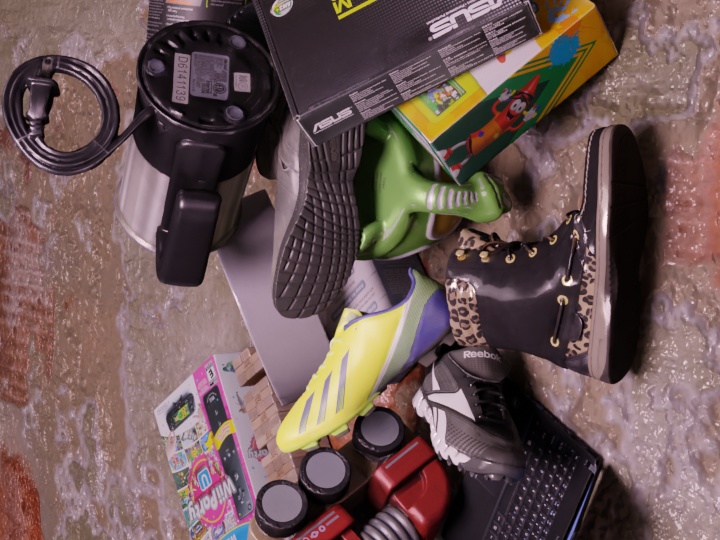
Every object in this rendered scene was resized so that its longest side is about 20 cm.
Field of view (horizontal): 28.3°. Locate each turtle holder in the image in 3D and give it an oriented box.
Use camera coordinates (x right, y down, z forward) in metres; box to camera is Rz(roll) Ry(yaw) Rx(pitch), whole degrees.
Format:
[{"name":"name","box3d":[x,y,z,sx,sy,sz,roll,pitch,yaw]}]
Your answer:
[{"name":"turtle holder","box3d":[0.038,-0.083,1.243,0.185,0.132,0.141,-29,68,48]}]

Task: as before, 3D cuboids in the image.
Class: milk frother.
[{"name":"milk frother","box3d":[-0.189,-0.100,1.198,0.188,0.200,0.181,114,176,-54]}]

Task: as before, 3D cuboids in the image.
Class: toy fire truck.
[{"name":"toy fire truck","box3d":[0.023,0.237,1.241,0.200,0.176,0.129,45,153,20]}]

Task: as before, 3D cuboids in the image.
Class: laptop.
[{"name":"laptop","box3d":[0.118,0.217,1.176,0.200,0.103,0.177,43,123,42]}]

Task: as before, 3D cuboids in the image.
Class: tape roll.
[{"name":"tape roll","box3d":[-0.083,0.026,1.367,0.200,0.066,0.200,158,90,-87]}]

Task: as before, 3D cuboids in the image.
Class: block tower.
[{"name":"block tower","box3d":[-0.071,0.170,1.455,0.054,0.058,0.200,-42,60,45]}]

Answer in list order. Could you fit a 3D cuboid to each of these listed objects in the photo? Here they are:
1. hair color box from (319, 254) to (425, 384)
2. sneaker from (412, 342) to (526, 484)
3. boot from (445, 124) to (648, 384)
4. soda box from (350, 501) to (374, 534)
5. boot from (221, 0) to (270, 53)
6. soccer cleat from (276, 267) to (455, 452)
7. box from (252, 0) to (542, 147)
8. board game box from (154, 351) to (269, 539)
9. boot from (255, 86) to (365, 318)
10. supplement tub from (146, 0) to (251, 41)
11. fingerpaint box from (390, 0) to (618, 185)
[{"name":"hair color box","box3d":[0.000,0.000,1.352,0.099,0.061,0.200,-49,54,41]},{"name":"sneaker","box3d":[0.095,0.108,1.193,0.200,0.066,0.091,-127,52,-70]},{"name":"boot","box3d":[0.146,-0.017,1.131,0.151,0.073,0.200,7,104,35]},{"name":"soda box","box3d":[0.020,0.291,1.330,0.200,0.071,0.063,60,137,32]},{"name":"boot","box3d":[-0.060,-0.244,1.304,0.073,0.198,0.162,57,179,-22]},{"name":"soccer cleat","box3d":[-0.004,0.078,1.235,0.200,0.065,0.084,-41,97,5]},{"name":"box","box3d":[0.019,-0.217,1.133,0.200,0.048,0.193,-25,51,9]},{"name":"board game box","box3d":[-0.140,0.208,1.539,0.148,0.064,0.200,-42,60,45]},{"name":"boot","box3d":[-0.052,-0.070,1.216,0.131,0.068,0.200,35,118,59]},{"name":"supplement tub","box3d":[-0.158,-0.298,1.492,0.123,0.123,0.200,19,106,50]},{"name":"fingerpaint box","box3d":[0.081,-0.194,1.167,0.167,0.073,0.200,-40,52,1]}]
